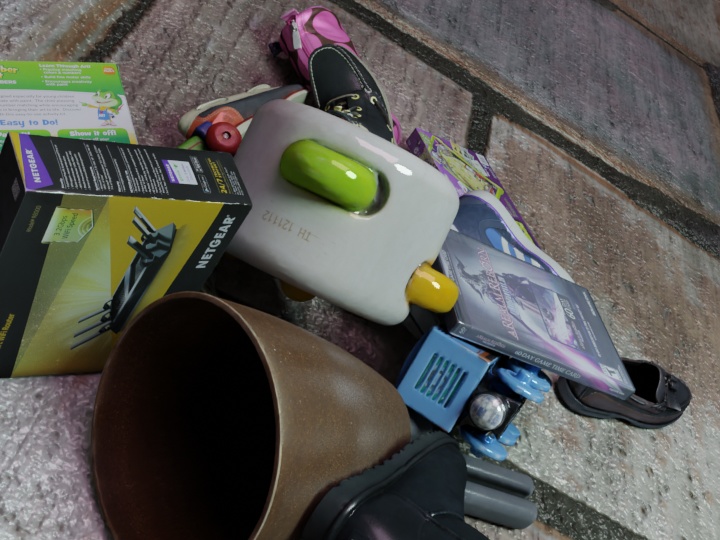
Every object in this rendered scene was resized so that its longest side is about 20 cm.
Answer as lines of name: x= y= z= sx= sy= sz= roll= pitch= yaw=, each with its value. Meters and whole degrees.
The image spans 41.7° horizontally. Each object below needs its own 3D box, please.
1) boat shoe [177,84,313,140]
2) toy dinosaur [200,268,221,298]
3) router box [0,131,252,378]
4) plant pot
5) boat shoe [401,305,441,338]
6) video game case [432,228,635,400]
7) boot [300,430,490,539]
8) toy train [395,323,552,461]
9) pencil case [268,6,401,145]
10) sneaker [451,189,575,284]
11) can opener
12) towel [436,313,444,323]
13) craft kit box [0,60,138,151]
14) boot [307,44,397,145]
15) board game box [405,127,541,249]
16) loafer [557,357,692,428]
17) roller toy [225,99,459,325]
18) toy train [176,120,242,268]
boat shoe: x=-0.113 y=-0.162 z=0.991 sx=0.062 sy=0.071 sz=0.200 roll=32 pitch=33 yaw=11
toy dinosaur: x=-0.133 y=0.009 z=0.768 sx=0.047 sy=0.088 sz=0.201 roll=-27 pitch=89 yaw=-10
router box: x=-0.189 y=-0.003 z=0.660 sx=0.157 sy=0.200 sz=0.052 roll=0 pitch=51 yaw=-38
plant pot: x=-0.057 y=0.119 z=0.687 sx=0.199 sy=0.187 sz=0.188 roll=11 pitch=44 yaw=-50
boat shoe: x=0.000 y=0.000 z=0.921 sx=0.200 sy=0.066 sz=0.072 roll=49 pitch=7 yaw=-7
video game case: x=0.150 y=0.035 z=0.863 sx=0.199 sy=0.019 sz=0.143 roll=22 pitch=32 yaw=-25
boot: x=0.072 y=0.196 z=0.637 sx=0.168 sy=0.077 sz=0.200 roll=36 pitch=17 yaw=22
toy train: x=0.104 y=0.100 z=0.845 sx=0.114 sy=0.087 sz=0.200 roll=34 pitch=9 yaw=13
pencil case: x=-0.029 y=-0.216 z=1.100 sx=0.201 sy=0.091 sz=0.094 roll=60 pitch=7 yaw=28
sneaker: x=0.130 y=0.025 z=0.954 sx=0.200 sy=0.081 sz=0.146 roll=51 pitch=51 yaw=-2
can opener: x=0.076 y=0.169 z=0.815 sx=0.199 sy=0.067 sz=0.054 roll=21 pitch=42 yaw=-20
towel: x=0.087 y=0.009 z=1.012 sx=0.200 sy=0.035 sz=0.132 roll=43 pitch=37 yaw=5
craft kit box: x=-0.281 y=-0.091 z=0.767 sx=0.199 sy=0.049 sz=0.198 roll=-4 pitch=56 yaw=-25
boot: x=-0.016 y=-0.153 z=0.948 sx=0.205 sy=0.073 sz=0.154 roll=68 pitch=14 yaw=10
board game box: x=0.135 y=-0.085 z=1.124 sx=0.120 sy=0.032 sz=0.201 roll=21 pitch=33 yaw=-36
loafer: x=0.309 y=0.130 z=1.049 sx=0.199 sy=0.063 sz=0.072 roll=8 pitch=47 yaw=-34
roller toy: x=-0.024 y=-0.039 z=0.768 sx=0.199 sy=0.140 sz=0.182 roll=25 pitch=0 yaw=-40
toy train: x=-0.114 y=-0.029 z=0.859 sx=0.200 sy=0.085 sz=0.116 roll=48 pitch=54 yaw=0
